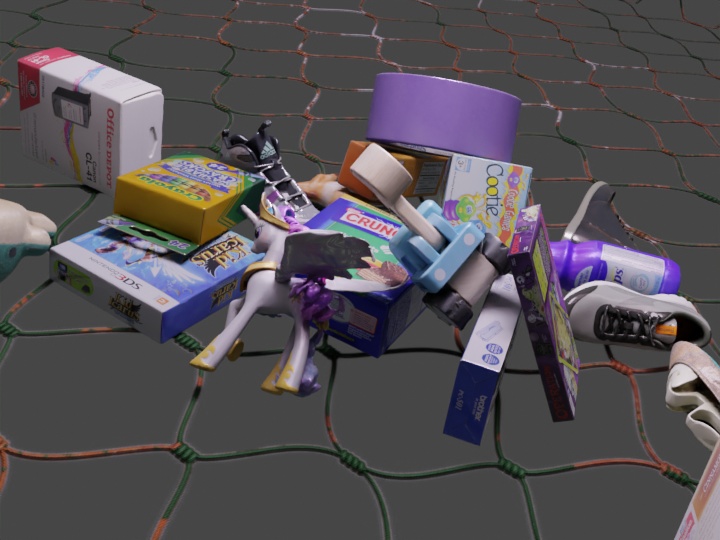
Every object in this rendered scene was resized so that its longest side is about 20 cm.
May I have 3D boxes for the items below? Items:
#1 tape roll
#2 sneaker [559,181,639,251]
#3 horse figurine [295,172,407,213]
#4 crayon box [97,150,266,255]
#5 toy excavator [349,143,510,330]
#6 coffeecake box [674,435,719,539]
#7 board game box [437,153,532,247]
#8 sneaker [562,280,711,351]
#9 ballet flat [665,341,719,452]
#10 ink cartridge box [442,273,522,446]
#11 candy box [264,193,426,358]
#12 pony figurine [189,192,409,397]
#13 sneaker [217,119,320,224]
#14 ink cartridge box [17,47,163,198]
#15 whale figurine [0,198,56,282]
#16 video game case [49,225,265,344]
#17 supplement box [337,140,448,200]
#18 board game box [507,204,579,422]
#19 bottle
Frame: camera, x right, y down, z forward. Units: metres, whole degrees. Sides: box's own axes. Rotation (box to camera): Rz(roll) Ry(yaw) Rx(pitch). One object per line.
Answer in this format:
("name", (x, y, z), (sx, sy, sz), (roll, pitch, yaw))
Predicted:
("tape roll", (0.108, -0.197, 1.235), (0.195, 0.087, 0.200), (11, 6, -1))
("sneaker", (0.358, -0.052, 1.357), (0.105, 0.076, 0.200), (24, 42, 15))
("horse figurine", (-0.019, -0.099, 1.333), (0.131, 0.051, 0.199), (-6, 30, -40))
("crayon box", (-0.216, -0.089, 1.164), (0.123, 0.053, 0.200), (19, 24, 14))
("toy excavator", (0.065, -0.040, 0.995), (0.199, 0.100, 0.194), (42, -3, -2))
("coffeecake box", (0.323, 0.246, 0.744), (0.071, 0.156, 0.201), (10, 30, -1))
("board game box", (0.157, -0.091, 1.244), (0.101, 0.107, 0.200), (10, 4, 1))
("sneaker", (0.330, 0.059, 1.130), (0.195, 0.076, 0.079), (4, 12, -10))
("ballet flat", (0.376, 0.146, 1.023), (0.066, 0.069, 0.201), (-7, 32, -14))
("ink cartridge box", (0.140, 0.089, 1.016), (0.043, 0.096, 0.201), (16, 31, 11))
("candy box", (0.000, 0.000, 1.140), (0.167, 0.078, 0.200), (23, 32, 18))
("pony figurine", (-0.064, 0.024, 0.964), (0.189, 0.204, 0.167), (11, -16, 21))
("sneaker", (-0.120, -0.131, 1.261), (0.197, 0.142, 0.077), (24, 32, 23))
("ink cartridge box", (-0.377, -0.205, 1.303), (0.197, 0.150, 0.085), (24, 32, 25))
("whale figurine", (-0.428, -0.032, 1.069), (0.156, 0.106, 0.200), (13, 5, 7))
("video game case", (-0.233, -0.007, 1.115), (0.179, 0.046, 0.199), (26, 33, 23))
("supplement box", (0.050, -0.144, 1.344), (0.066, 0.070, 0.199), (27, 17, 25))
("board game box", (0.201, 0.046, 1.015), (0.032, 0.203, 0.120), (-9, 23, 25))
("bottle", (0.310, 0.005, 1.221), (0.196, 0.085, 0.066), (16, 30, 8))
